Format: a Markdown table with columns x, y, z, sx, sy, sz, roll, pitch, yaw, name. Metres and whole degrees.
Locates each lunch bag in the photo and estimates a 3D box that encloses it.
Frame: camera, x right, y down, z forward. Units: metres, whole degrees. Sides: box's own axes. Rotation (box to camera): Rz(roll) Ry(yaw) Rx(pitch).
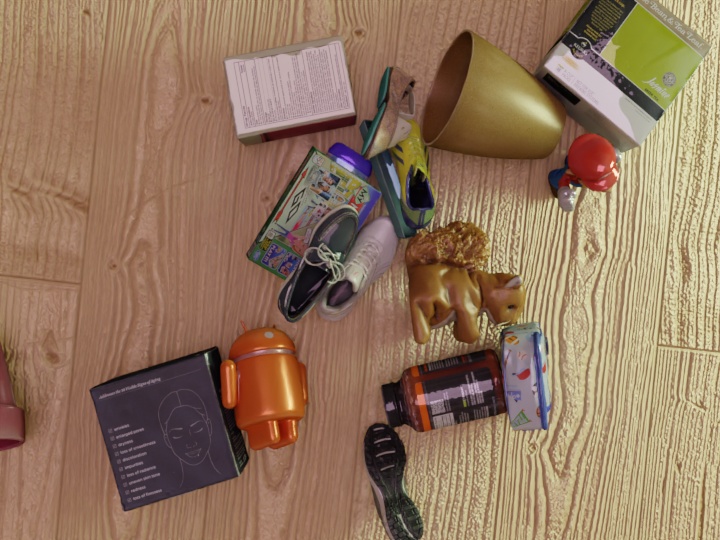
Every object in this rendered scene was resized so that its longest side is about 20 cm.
| x | y | z | sx | sy | sz | roll | pitch | yaw | name |
| --- | --- | --- | --- | --- | --- | --- | --- | --- | --- |
| 0.263 | 0.169 | 1.417 | 0.074 | 0.200 | 0.165 | -8 | 91 | 13 | lunch bag |

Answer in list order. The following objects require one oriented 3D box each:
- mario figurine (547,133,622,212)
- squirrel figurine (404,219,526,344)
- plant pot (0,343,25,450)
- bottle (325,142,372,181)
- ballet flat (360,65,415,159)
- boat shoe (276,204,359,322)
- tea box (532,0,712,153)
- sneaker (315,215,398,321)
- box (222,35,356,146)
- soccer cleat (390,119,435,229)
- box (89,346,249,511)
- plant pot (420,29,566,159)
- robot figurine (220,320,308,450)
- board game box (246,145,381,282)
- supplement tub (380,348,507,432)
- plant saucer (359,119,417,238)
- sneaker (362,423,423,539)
| x | y | z | sx | sy | sz | roll | pitch | yaw | name |
| --- | --- | --- | --- | --- | --- | --- | --- | --- | --- |
| 0.359 | -0.144 | 1.411 | 0.103 | 0.200 | 0.127 | 13 | 90 | 0 | mario figurine |
| 0.168 | 0.015 | 1.435 | 0.182 | 0.142 | 0.205 | -8 | 83 | 7 | squirrel figurine |
| -0.635 | 0.192 | 1.417 | 0.195 | 0.200 | 0.183 | -8 | 75 | -1 | plant pot |
| -0.057 | -0.106 | 1.473 | 0.082 | 0.065 | 0.203 | 30 | 90 | -6 | bottle |
| 0.053 | -0.249 | 1.438 | 0.066 | 0.068 | 0.203 | 22 | 56 | -11 | ballet flat |
| -0.063 | -0.009 | 1.397 | 0.074 | 0.062 | 0.201 | 35 | 98 | -24 | boat shoe |
| 0.412 | -0.331 | 1.445 | 0.199 | 0.134 | 0.198 | 39 | 91 | -1 | tea box |
| 0.000 | 0.000 | 1.457 | 0.077 | 0.099 | 0.202 | 33 | 90 | -1 | sneaker |
| -0.111 | -0.287 | 1.451 | 0.195 | 0.109 | 0.131 | -10 | 91 | 0 | box |
| 0.088 | -0.168 | 1.448 | 0.063 | 0.084 | 0.205 | -4 | 70 | -8 | soccer cleat |
| -0.303 | 0.250 | 1.443 | 0.195 | 0.124 | 0.201 | -16 | 92 | 0 | box |
| 0.222 | -0.258 | 1.433 | 0.196 | 0.186 | 0.191 | 18 | 90 | -14 | plant pot |
| -0.152 | 0.180 | 1.436 | 0.140 | 0.117 | 0.205 | -7 | 72 | -8 | robot figurine |
| -0.073 | -0.074 | 1.419 | 0.133 | 0.029 | 0.202 | 29 | 101 | -23 | board game box |
| 0.134 | 0.198 | 1.455 | 0.195 | 0.107 | 0.110 | -12 | 90 | 3 | supplement tub |
| 0.045 | -0.148 | 1.474 | 0.019 | 0.070 | 0.204 | -21 | 88 | 23 | plant saucer |
| 0.044 | 0.353 | 1.474 | 0.072 | 0.079 | 0.205 | -9 | 73 | -17 | sneaker |
